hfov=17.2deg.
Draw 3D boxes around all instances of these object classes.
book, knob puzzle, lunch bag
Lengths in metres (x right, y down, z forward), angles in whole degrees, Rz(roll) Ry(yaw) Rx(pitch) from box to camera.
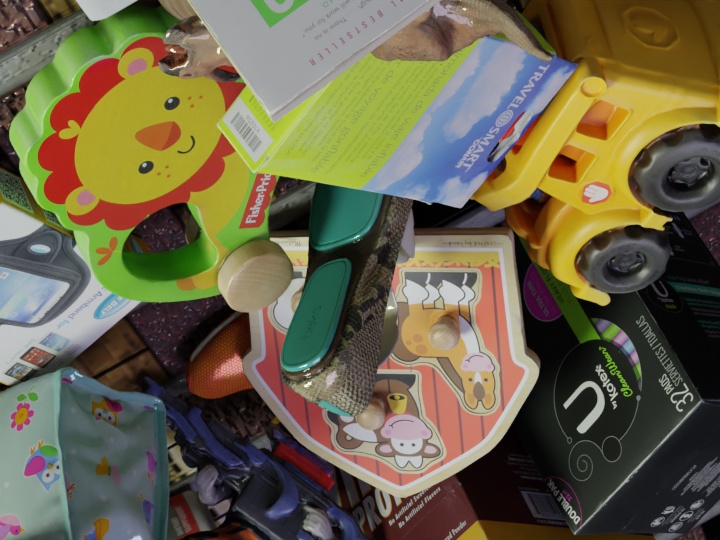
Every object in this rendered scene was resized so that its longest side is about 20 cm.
[{"bbox_3d":[-0.044,-0.188,1.077,0.133,0.201,0.048,-36,179,0],"label":"book"},{"bbox_3d":[0.018,0.067,1.540,0.218,0.031,0.221,5,122,8],"label":"knob puzzle"},{"bbox_3d":[-0.209,0.183,1.487,0.169,0.202,0.122,-20,153,32],"label":"lunch bag"}]

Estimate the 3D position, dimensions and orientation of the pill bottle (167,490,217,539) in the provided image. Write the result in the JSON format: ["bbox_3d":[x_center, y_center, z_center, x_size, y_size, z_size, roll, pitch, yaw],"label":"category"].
[{"bbox_3d":[-0.187,0.247,1.709,0.199,0.114,0.114,-23,147,-9],"label":"pill bottle"}]

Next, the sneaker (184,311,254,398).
[{"bbox_3d":[-0.021,0.049,1.598,0.199,0.078,0.073,-18,147,-8],"label":"sneaker"}]

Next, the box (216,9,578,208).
[{"bbox_3d":[0.025,-0.100,1.336,0.122,0.048,0.199,-50,151,21],"label":"box"}]

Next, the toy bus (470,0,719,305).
[{"bbox_3d":[0.122,-0.088,1.488,0.191,0.136,0.200,8,136,-26],"label":"toy bus"}]

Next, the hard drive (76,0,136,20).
[{"bbox_3d":[-0.111,-0.204,1.193,0.131,0.027,0.200,-30,159,1],"label":"hard drive"}]

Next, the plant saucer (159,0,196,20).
[{"bbox_3d":[-0.023,-0.198,1.256,0.199,0.030,0.200,-35,160,-15],"label":"plant saucer"}]

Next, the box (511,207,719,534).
[{"bbox_3d":[0.184,0.061,1.657,0.124,0.201,0.149,5,134,-43],"label":"box"}]

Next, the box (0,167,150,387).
[{"bbox_3d":[-0.210,0.008,1.434,0.119,0.042,0.200,-40,144,16],"label":"box"}]

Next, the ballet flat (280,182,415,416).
[{"bbox_3d":[0.000,0.000,1.449,0.067,0.201,0.075,-14,141,36],"label":"ballet flat"}]

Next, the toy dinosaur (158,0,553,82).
[{"bbox_3d":[0.006,-0.132,1.176,0.198,0.086,0.136,16,146,10],"label":"toy dinosaur"}]

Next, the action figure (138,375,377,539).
[{"bbox_3d":[-0.100,0.167,1.630,0.194,0.200,0.105,-47,-178,-19],"label":"action figure"}]

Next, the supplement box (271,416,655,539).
[{"bbox_3d":[0.074,0.159,1.706,0.196,0.201,0.133,11,132,-45],"label":"supplement box"}]

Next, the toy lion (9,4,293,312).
[{"bbox_3d":[-0.113,-0.064,1.368,0.190,0.069,0.201,-5,132,-32],"label":"toy lion"}]
